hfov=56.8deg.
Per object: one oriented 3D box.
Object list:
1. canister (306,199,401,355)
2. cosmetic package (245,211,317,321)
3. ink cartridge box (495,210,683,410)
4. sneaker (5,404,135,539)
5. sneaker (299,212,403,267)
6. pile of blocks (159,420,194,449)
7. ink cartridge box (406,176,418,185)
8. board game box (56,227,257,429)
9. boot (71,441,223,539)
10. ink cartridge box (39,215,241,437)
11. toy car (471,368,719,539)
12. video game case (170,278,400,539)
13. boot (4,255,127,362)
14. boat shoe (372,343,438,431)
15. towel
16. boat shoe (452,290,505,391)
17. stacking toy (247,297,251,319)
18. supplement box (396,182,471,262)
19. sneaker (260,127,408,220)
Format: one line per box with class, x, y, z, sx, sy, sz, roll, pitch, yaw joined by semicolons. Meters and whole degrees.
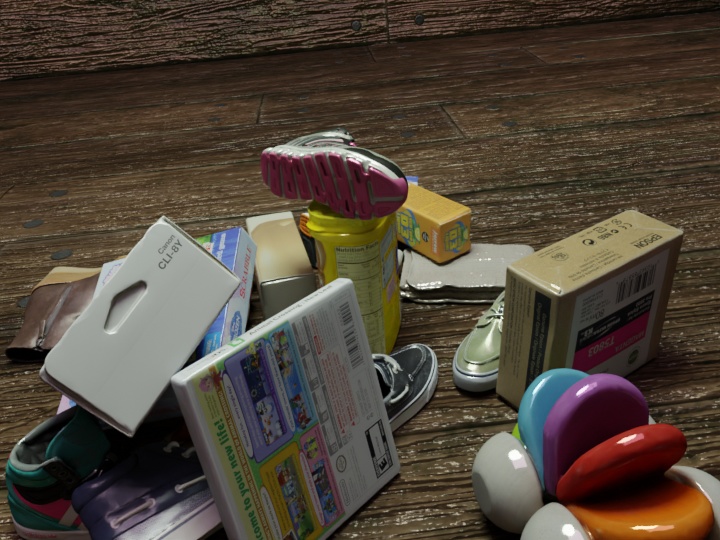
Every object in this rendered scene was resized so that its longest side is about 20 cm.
canister;0.000;0.000;0.797;0.085;0.203;0.149;3;29;15
cosmetic package;-0.107;0.008;0.904;0.070;0.107;0.201;-10;30;-10
ink cartridge box;0.243;0.047;0.710;0.197;0.168;0.075;-22;35;-28
sneaker;-0.228;0.176;0.599;0.196;0.123;0.084;-4;29;1
sneaker;-0.017;-0.035;1.014;0.091;0.077;0.199;-17;38;-36
pile of blocks;-0.118;0.144;0.702;0.197;0.063;0.082;-16;30;-20
ink cartridge box;0.038;-0.113;1.165;0.117;0.043;0.201;1;32;10
board game box;-0.216;0.063;0.722;0.196;0.041;0.203;-14;51;19
boot;-0.137;0.175;0.569;0.199;0.073;0.091;-24;70;-47
ink cartridge box;-0.193;0.050;0.571;0.146;0.083;0.199;-57;16;-19
toy car;0.192;0.158;0.531;0.172;0.153;0.200;-12;29;-13
video game case;-0.050;0.135;0.564;0.022;0.204;0.181;5;27;45
boot;-0.364;0.058;0.916;0.196;0.073;0.168;-3;41;1
boat shoe;0.021;0.123;0.709;0.071;0.069;0.199;17;36;35
towel;0.155;0.000;0.948;0.196;0.035;0.133;0;30;8
boat shoe;0.167;0.067;0.793;0.071;0.063;0.200;14;35;31
stacking toy;-0.189;0.020;0.902;0.143;0.149;0.200;2;13;12
supplement box;0.078;-0.084;1.006;0.068;0.068;0.199;-24;34;-30
sneaker;-0.018;-0.111;0.710;0.198;0.075;0.087;16;41;41
